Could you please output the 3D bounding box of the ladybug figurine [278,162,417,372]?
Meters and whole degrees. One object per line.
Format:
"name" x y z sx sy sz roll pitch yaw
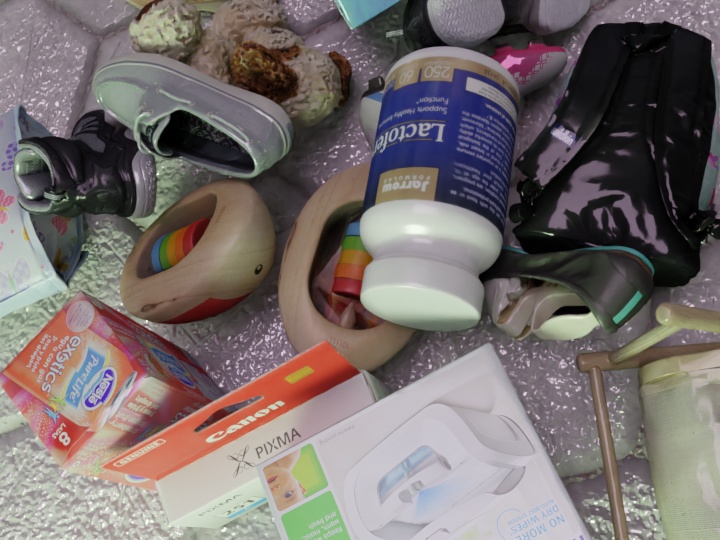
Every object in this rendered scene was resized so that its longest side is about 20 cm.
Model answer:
"ladybug figurine" 0.000 0.000 0.763 0.134 0.072 0.203 18 71 4

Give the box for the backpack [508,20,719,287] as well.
"backpack" 0.214 -0.098 0.710 0.164 0.127 0.203 14 75 9

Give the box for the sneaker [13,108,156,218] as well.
"sneaker" -0.269 -0.106 0.814 0.200 0.112 0.077 40 127 50

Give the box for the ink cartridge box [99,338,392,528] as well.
"ink cartridge box" -0.075 0.140 0.692 0.198 0.176 0.045 -29 66 6

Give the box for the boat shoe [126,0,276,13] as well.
"boat shoe" -0.186 -0.320 0.938 0.197 0.069 0.075 10 75 20

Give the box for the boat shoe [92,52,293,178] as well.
"boat shoe" -0.157 -0.130 0.744 0.198 0.071 0.072 19 43 16

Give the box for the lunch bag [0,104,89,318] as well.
"lunch bag" -0.372 -0.033 0.871 0.167 0.127 0.202 -24 56 7

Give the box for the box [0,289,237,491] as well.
"box" -0.187 0.111 0.723 0.095 0.200 0.102 -46 67 -4

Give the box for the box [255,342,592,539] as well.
"box" 0.052 0.185 0.635 0.198 0.097 0.178 -27 66 3

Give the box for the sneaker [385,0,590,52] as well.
"sneaker" 0.115 -0.243 0.801 0.113 0.198 0.077 1 108 56

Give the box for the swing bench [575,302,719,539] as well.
"swing bench" 0.278 0.138 0.601 0.196 0.130 0.203 2 69 -14

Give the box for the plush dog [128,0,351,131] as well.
"plush dog" -0.100 -0.177 0.827 0.169 0.199 0.164 10 108 29

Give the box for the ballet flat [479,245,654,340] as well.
"ballet flat" 0.137 0.017 0.671 0.068 0.199 0.069 38 74 -18

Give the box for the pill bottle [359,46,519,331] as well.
"pill bottle" 0.061 -0.062 0.689 0.114 0.116 0.203 3 68 18

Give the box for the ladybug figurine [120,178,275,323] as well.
"ladybug figurine" -0.145 -0.010 0.785 0.198 0.072 0.137 -13 48 46

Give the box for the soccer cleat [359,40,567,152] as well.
"soccer cleat" 0.097 -0.149 0.803 0.196 0.070 0.088 -12 87 14

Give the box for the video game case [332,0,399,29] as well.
"video game case" 0.056 -0.310 0.817 0.198 0.046 0.182 -29 25 7
